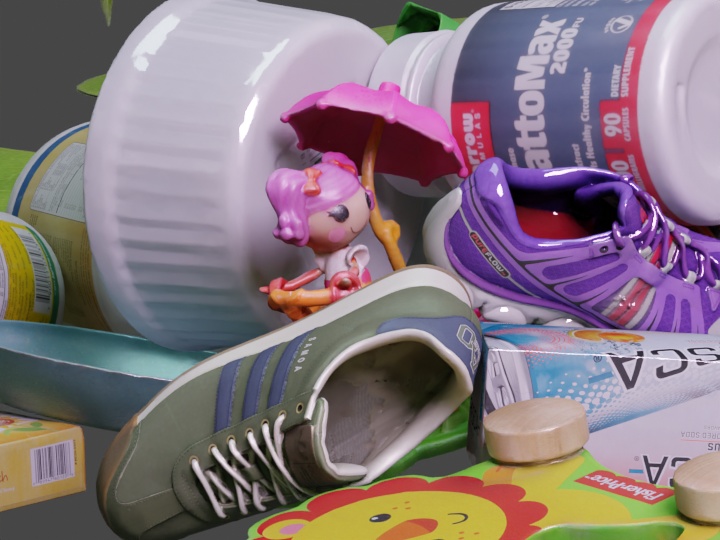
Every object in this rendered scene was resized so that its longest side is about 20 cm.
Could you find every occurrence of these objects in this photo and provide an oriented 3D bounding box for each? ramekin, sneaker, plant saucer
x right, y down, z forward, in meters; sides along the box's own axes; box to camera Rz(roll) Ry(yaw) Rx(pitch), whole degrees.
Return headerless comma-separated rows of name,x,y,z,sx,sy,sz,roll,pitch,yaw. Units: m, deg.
ramekin,-0.050,-0.050,1.365,0.097,0.201,0.200,7,15,36
sneaker,-0.032,0.071,1.137,0.200,0.067,0.090,-31,22,3
sneaker,0.130,-0.003,1.193,0.199,0.081,0.083,12,-39,-21
plant saucer,-0.125,0.061,1.345,0.199,0.036,0.200,10,4,-1

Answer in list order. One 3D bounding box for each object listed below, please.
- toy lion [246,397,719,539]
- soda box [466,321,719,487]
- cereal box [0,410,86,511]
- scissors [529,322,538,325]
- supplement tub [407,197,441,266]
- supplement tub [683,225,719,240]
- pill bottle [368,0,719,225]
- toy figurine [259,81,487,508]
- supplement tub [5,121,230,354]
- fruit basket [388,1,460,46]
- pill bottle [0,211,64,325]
toy lion,0.051,0.119,1.031,0.191,0.069,0.200,-20,18,-32
soda box,0.151,0.066,1.162,0.199,0.069,0.064,3,10,-3
cereal box,-0.258,0.097,1.291,0.144,0.040,0.200,-11,12,-43
scissors,0.141,0.042,1.231,0.073,0.200,0.014,-43,-7,-44
supplement tub,0.104,-0.021,1.503,0.140,0.141,0.200,3,13,34
supplement tub,0.257,0.011,1.330,0.199,0.123,0.123,-6,11,-13
pill bottle,0.106,-0.083,1.314,0.200,0.120,0.119,0,11,40
toy figurine,0.000,0.000,1.260,0.150,0.185,0.200,-10,10,43
supplement tub,-0.119,-0.015,1.545,0.144,0.145,0.200,-11,13,-30
fruit basket,0.004,-0.077,1.633,0.215,0.216,0.156,-6,11,-9
pill bottle,-0.257,0.010,1.430,0.112,0.113,0.200,-1,-5,17
